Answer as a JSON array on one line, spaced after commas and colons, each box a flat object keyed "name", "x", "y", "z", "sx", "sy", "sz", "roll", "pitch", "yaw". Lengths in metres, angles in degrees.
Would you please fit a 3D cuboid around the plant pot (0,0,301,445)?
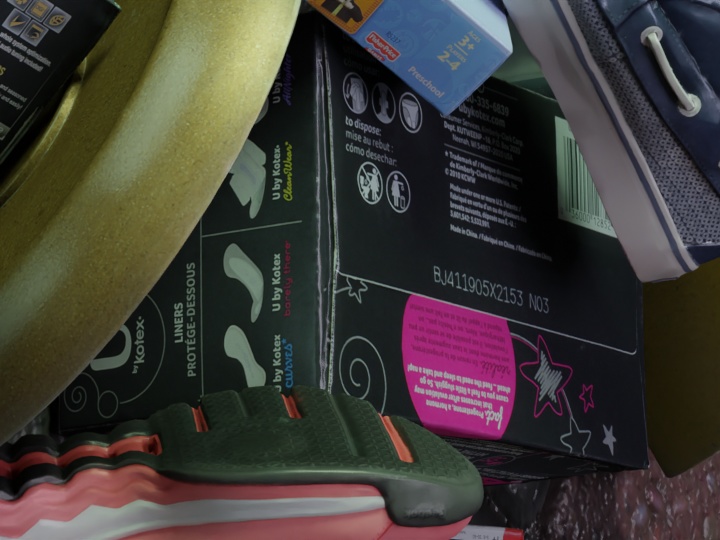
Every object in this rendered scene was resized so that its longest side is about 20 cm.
[{"name": "plant pot", "x": -0.090, "y": -0.031, "z": 0.830, "sx": 0.027, "sy": 0.200, "sz": 0.200, "roll": 37, "pitch": 53, "yaw": -24}]

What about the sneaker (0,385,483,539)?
[{"name": "sneaker", "x": -0.062, "y": 0.090, "z": 0.875, "sx": 0.074, "sy": 0.199, "sz": 0.087, "roll": -100, "pitch": -177, "yaw": -72}]

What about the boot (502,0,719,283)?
[{"name": "boot", "x": 0.095, "y": -0.094, "z": 0.959, "sx": 0.073, "sy": 0.090, "sz": 0.200, "roll": -96, "pitch": 161, "yaw": -58}]

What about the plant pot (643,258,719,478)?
[{"name": "plant pot", "x": 0.163, "y": -0.030, "z": 1.223, "sx": 0.142, "sy": 0.200, "sz": 0.200, "roll": 53, "pitch": 37, "yaw": 4}]

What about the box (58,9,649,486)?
[{"name": "box", "x": 0.000, "y": 0.000, "z": 1.017, "sx": 0.200, "sy": 0.114, "sz": 0.133, "roll": 15, "pitch": 71, "yaw": -54}]

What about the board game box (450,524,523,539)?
[{"name": "board game box", "x": -0.006, "y": 0.151, "z": 1.052, "sx": 0.200, "sy": 0.035, "sz": 0.127, "roll": 10, "pitch": 76, "yaw": -55}]

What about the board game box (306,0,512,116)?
[{"name": "board game box", "x": -0.039, "y": -0.152, "z": 0.945, "sx": 0.200, "sy": 0.037, "sz": 0.151, "roll": 39, "pitch": 21, "yaw": -23}]

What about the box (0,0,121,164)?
[{"name": "box", "x": -0.178, "y": -0.054, "z": 0.748, "sx": 0.160, "sy": 0.044, "sz": 0.200, "roll": -52, "pitch": 139, "yaw": 7}]

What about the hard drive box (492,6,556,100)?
[{"name": "hard drive box", "x": 0.095, "y": -0.126, "z": 1.102, "sx": 0.077, "sy": 0.200, "sz": 0.156, "roll": 34, "pitch": 57, "yaw": -48}]
